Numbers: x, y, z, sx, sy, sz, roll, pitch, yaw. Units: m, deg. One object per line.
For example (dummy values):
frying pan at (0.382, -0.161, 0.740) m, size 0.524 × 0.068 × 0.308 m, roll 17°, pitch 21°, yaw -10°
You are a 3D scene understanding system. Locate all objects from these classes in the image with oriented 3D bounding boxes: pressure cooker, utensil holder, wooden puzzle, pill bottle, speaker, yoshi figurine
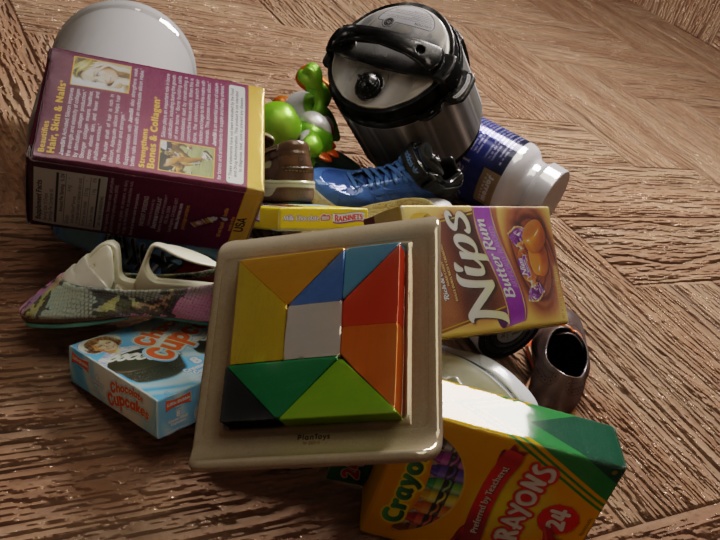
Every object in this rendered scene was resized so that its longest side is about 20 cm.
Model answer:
pressure cooker at (0.055, -0.230, 1.085) m, size 0.175 × 0.200 × 0.180 m, roll -21°, pitch 60°, yaw 12°
utensil holder at (-0.268, -0.181, 0.958) m, size 0.169 × 0.171 × 0.200 m, roll 10°, pitch 34°, yaw -16°
wooden puzzle at (-0.032, 0.047, 0.636) m, size 0.184 × 0.037 × 0.201 m, roll -6°, pitch 57°, yaw 16°
pill bottle at (0.178, -0.141, 1.195) m, size 0.199 × 0.116 × 0.116 m, roll 32°, pitch 33°, yaw 21°
speaker at (0.116, 0.002, 0.966) m, size 0.081 × 0.082 × 0.200 m, roll 0°, pitch 36°, yaw -30°
yoshi figurine at (-0.086, -0.192, 1.072) m, size 0.111 × 0.113 × 0.200 m, roll -8°, pitch 31°, yaw 1°

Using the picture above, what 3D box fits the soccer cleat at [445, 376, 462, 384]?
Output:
soccer cleat at (-0.006, 0.114, 0.713) m, size 0.199 × 0.086 × 0.069 m, roll 8°, pitch 33°, yaw -20°

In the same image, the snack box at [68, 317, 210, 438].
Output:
snack box at (-0.128, 0.069, 0.737) m, size 0.116 × 0.037 × 0.199 m, roll 21°, pitch 27°, yaw 35°

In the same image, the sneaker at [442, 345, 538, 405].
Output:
sneaker at (0.063, 0.106, 0.794) m, size 0.199 × 0.073 × 0.071 m, roll 24°, pitch 38°, yaw 26°

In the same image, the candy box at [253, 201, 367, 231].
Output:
candy box at (-0.087, -0.058, 0.912) m, size 0.102 × 0.027 × 0.200 m, roll 0°, pitch 6°, yaw -34°

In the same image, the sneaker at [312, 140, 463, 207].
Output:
sneaker at (0.033, -0.111, 1.020) m, size 0.199 × 0.111 × 0.077 m, roll 12°, pitch 43°, yaw -34°

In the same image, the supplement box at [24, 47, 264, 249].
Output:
supplement box at (-0.193, -0.106, 0.795) m, size 0.199 × 0.103 × 0.132 m, roll 8°, pitch 56°, yaw -17°

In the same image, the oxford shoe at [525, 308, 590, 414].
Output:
oxford shoe at (0.213, 0.084, 0.898) m, size 0.071 × 0.073 × 0.200 m, roll 22°, pitch 31°, yaw 4°

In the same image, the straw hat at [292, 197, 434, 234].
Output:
straw hat at (0.000, 0.000, 0.890) m, size 0.200 × 0.086 × 0.201 m, roll -18°, pitch 16°, yaw 5°

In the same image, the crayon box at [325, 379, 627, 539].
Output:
crayon box at (0.081, 0.155, 0.660) m, size 0.199 × 0.128 × 0.051 m, roll 15°, pitch 30°, yaw -5°

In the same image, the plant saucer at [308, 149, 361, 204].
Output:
plant saucer at (-0.064, -0.118, 1.100) m, size 0.199 × 0.036 × 0.200 m, roll 14°, pitch 30°, yaw -9°

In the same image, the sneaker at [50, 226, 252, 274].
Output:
sneaker at (-0.199, -0.023, 0.834) m, size 0.199 × 0.079 × 0.090 m, roll 15°, pitch 34°, yaw -8°

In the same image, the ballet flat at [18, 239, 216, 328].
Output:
ballet flat at (-0.183, 0.011, 0.727) m, size 0.199 × 0.072 × 0.069 m, roll 1°, pitch 18°, yaw -4°

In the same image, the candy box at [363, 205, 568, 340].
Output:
candy box at (0.101, 0.003, 0.797) m, size 0.199 × 0.056 × 0.117 m, roll -4°, pitch 82°, yaw -38°

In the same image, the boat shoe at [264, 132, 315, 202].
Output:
boat shoe at (-0.110, -0.116, 0.959) m, size 0.074 × 0.075 × 0.202 m, roll -4°, pitch 8°, yaw -37°
